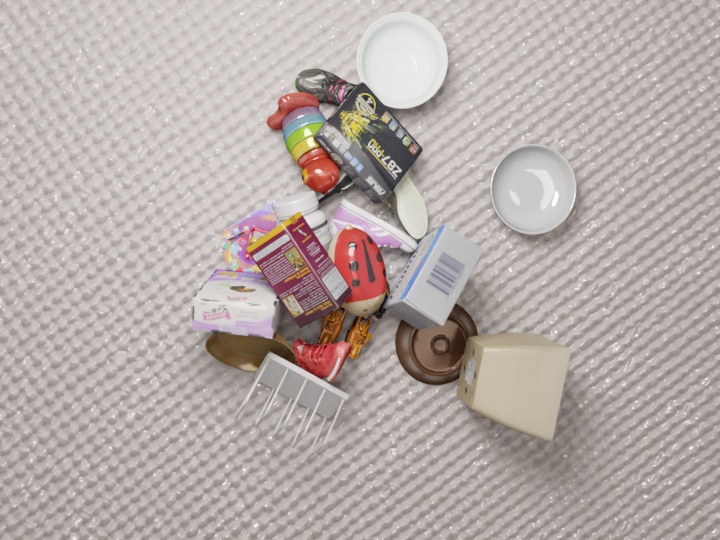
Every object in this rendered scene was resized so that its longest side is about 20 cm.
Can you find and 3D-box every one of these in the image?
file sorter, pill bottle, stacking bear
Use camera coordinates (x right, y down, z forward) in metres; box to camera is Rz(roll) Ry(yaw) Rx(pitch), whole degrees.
[{"bbox_3d":[-0.152,0.298,1.405,0.199,0.139,0.125,29,55,-6],"label":"file sorter"},{"bbox_3d":[-0.117,-0.061,1.402,0.113,0.114,0.202,-17,107,-3],"label":"pill bottle"},{"bbox_3d":[-0.106,-0.262,1.387,0.113,0.121,0.202,-14,76,-32],"label":"stacking bear"}]

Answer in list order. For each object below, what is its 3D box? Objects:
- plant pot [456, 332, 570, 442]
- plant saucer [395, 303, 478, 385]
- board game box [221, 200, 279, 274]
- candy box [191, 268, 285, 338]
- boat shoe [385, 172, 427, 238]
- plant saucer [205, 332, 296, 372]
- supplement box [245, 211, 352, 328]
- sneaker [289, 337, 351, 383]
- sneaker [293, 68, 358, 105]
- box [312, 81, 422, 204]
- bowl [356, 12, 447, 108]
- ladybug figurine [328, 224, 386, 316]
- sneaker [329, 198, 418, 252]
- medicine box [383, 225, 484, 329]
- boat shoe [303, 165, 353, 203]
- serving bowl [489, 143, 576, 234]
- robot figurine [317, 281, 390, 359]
[{"bbox_3d":[0.321,0.237,1.425,0.175,0.200,0.202,11,93,-6],"label":"plant pot"},{"bbox_3d":[0.180,0.168,1.496,0.198,0.037,0.203,0,93,-4],"label":"plant saucer"},{"bbox_3d":[-0.213,-0.055,1.449,0.199,0.039,0.159,-30,95,-2],"label":"board game box"},{"bbox_3d":[-0.248,0.066,1.364,0.166,0.200,0.072,7,107,0],"label":"candy box"},{"bbox_3d":[0.090,-0.166,1.457,0.072,0.060,0.204,-26,96,-25],"label":"boat shoe"},{"bbox_3d":[-0.235,0.165,1.408,0.198,0.201,0.036,9,57,-5],"label":"plant saucer"},{"bbox_3d":[-0.122,0.000,1.314,0.110,0.086,0.201,-29,99,30],"label":"supplement box"},{"bbox_3d":[-0.097,0.187,1.404,0.115,0.200,0.079,32,54,-1],"label":"sneaker"},{"bbox_3d":[-0.048,-0.395,1.420,0.198,0.084,0.078,17,91,-5],"label":"sneaker"},{"bbox_3d":[0.018,-0.268,1.369,0.200,0.049,0.162,45,71,-19],"label":"box"},{"bbox_3d":[0.086,-0.451,1.424,0.198,0.090,0.204,0,94,-5],"label":"bowl"},{"bbox_3d":[0.000,0.000,1.379,0.135,0.072,0.202,-22,101,-32],"label":"ladybug figurine"},{"bbox_3d":[0.023,-0.066,1.458,0.199,0.073,0.115,28,96,4],"label":"sneaker"},{"bbox_3d":[0.151,0.020,1.386,0.102,0.200,0.183,31,79,-6],"label":"medicine box"},{"bbox_3d":[-0.044,-0.205,1.441,0.199,0.076,0.060,-38,136,13],"label":"boat shoe"},{"bbox_3d":[0.385,-0.183,1.474,0.197,0.066,0.203,0,93,-4],"label":"serving bowl"},{"bbox_3d":[-0.013,0.090,1.464,0.144,0.058,0.202,23,92,-6],"label":"robot figurine"}]
